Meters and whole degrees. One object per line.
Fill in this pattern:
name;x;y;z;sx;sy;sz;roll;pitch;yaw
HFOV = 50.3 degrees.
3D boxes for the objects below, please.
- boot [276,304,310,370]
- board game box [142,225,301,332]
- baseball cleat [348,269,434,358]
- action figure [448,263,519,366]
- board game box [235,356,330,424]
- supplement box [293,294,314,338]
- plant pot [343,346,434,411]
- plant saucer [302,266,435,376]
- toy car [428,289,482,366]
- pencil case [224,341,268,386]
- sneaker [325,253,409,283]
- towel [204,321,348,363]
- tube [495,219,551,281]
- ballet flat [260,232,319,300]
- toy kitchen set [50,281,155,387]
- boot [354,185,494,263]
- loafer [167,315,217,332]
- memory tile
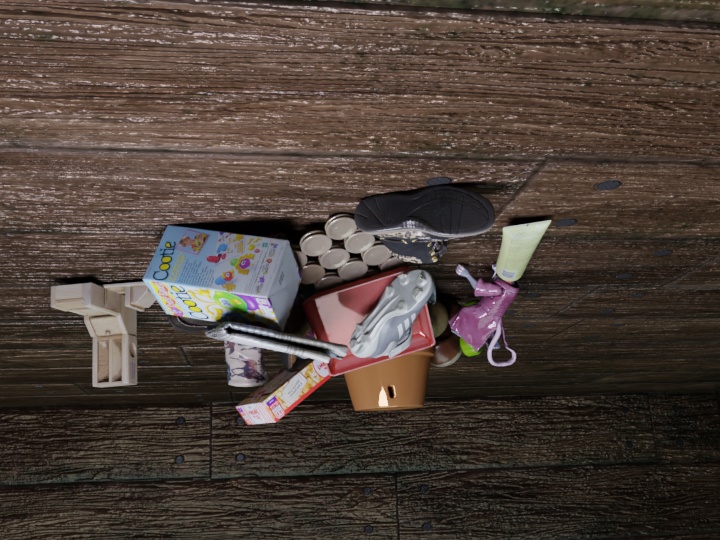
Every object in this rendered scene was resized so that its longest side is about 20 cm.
boot;-0.118;0.121;1.381;0.075;0.074;0.200;-29;161;-21
board game box;-0.205;0.012;1.162;0.199;0.105;0.103;8;148;15
baseball cleat;0.066;0.073;1.263;0.106;0.070;0.200;16;131;-44
action figure;0.249;0.066;1.448;0.133;0.149;0.201;-2;134;-32
board game box;-0.123;0.207;1.433;0.200;0.046;0.151;-37;-174;-29
supplement box;-0.132;0.077;1.495;0.085;0.111;0.199;-17;158;41
plant pot;0.051;0.202;1.507;0.198;0.141;0.200;-2;167;-1
plant saucer;0.017;0.082;1.315;0.199;0.037;0.200;-16;133;1
toy car;0.146;0.091;1.619;0.163;0.158;0.200;-17;130;31
pencil case;-0.227;0.135;1.521;0.089;0.202;0.078;-5;175;-5
sneaker;0.000;0.000;1.357;0.198;0.076;0.077;2;128;15
towel;-0.135;0.115;1.191;0.199;0.035;0.192;13;170;-19
tube;0.264;-0.039;1.283;0.052;0.058;0.200;38;166;15
ballet flat;-0.117;-0.005;1.290;0.071;0.069;0.200;12;159;35
toy kitchen set;-0.469;0.122;1.475;0.162;0.182;0.200;-6;168;8
boot;0.105;-0.061;1.127;0.198;0.074;0.151;-3;163;17
loafer;-0.299;0.082;1.581;0.199;0.074;0.071;0;160;-37
memory tile;-0.028;-0.014;1.240;0.153;0.017;0.200;-33;141;20
